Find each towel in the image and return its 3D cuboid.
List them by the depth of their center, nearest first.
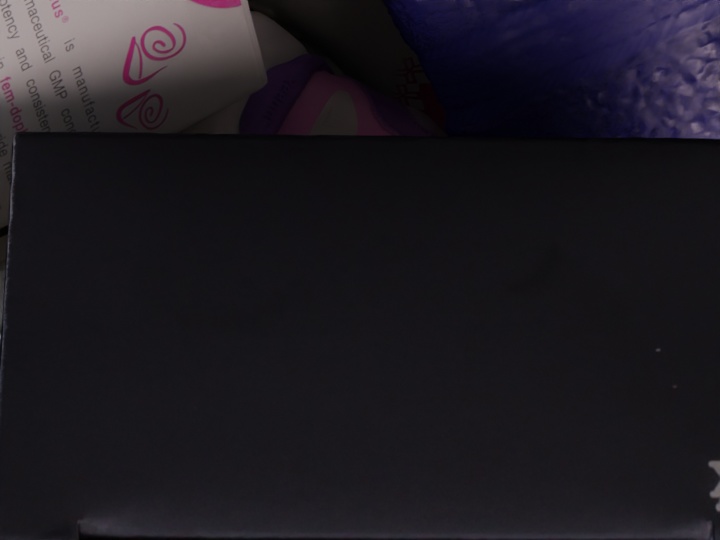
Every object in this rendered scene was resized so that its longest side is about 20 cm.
[{"bbox_3d":[0.075,-0.097,0.791,0.147,0.050,0.200,-24,120,9],"label":"towel"}]

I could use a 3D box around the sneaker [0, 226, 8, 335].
[{"bbox_3d":[-0.123,0.011,0.849,0.200,0.076,0.116,-25,132,-23],"label":"sneaker"}]

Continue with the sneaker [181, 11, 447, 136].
[{"bbox_3d":[0.000,0.000,0.889,0.200,0.088,0.081,75,35,-65],"label":"sneaker"}]

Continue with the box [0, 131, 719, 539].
[{"bbox_3d":[0.006,0.057,0.787,0.196,0.118,0.200,1,155,-2],"label":"box"}]

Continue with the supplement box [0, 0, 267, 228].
[{"bbox_3d":[-0.139,-0.064,0.760,0.199,0.103,0.101,-28,134,-15],"label":"supplement box"}]

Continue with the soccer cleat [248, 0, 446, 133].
[{"bbox_3d":[-0.017,-0.103,0.859,0.086,0.070,0.200,-22,132,-1],"label":"soccer cleat"}]
